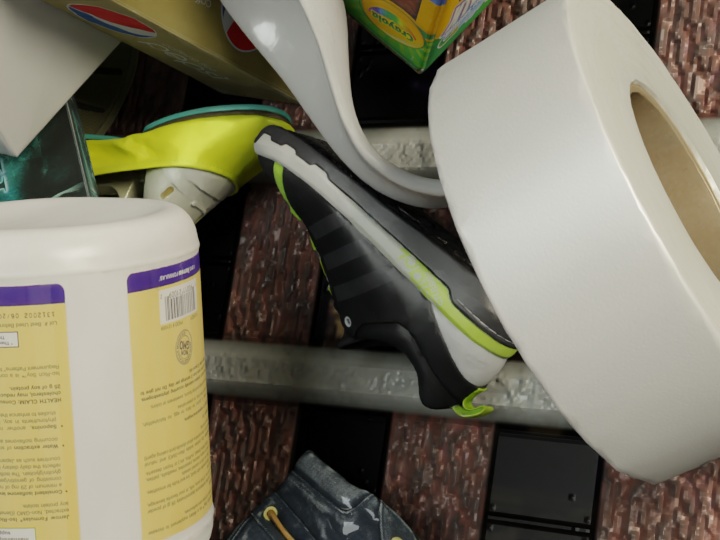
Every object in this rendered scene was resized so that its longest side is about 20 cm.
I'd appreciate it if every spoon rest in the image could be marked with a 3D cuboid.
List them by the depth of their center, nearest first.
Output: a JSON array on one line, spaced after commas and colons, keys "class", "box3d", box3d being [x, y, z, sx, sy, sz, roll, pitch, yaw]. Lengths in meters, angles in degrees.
[{"class": "spoon rest", "box3d": [-0.013, -0.103, 0.740, 0.200, 0.099, 0.061, 43, 72, 1]}]

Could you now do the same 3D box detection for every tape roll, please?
[{"class": "tape roll", "box3d": [0.112, -0.016, 0.624, 0.070, 0.202, 0.204, -29, 62, 23]}]

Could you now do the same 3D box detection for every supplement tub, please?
[{"class": "supplement tub", "box3d": [-0.143, 0.073, 0.701, 0.144, 0.145, 0.203, 5, 101, 34]}]

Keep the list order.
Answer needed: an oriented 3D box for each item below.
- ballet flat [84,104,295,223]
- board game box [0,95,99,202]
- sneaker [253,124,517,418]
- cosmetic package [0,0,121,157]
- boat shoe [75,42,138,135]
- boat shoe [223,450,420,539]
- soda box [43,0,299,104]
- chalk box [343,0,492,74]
[{"class": "ballet flat", "box3d": [-0.128, -0.051, 0.867, 0.198, 0.067, 0.068, -3, 71, 24]}, {"class": "board game box", "box3d": [-0.218, -0.051, 0.835, 0.134, 0.028, 0.201, -23, 50, 1]}, {"class": "sneaker", "box3d": [0.000, 0.000, 0.769, 0.200, 0.071, 0.083, 42, 106, 30]}, {"class": "cosmetic package", "box3d": [-0.180, -0.172, 0.824, 0.084, 0.108, 0.201, 14, 53, 36]}, {"class": "boat shoe", "box3d": [-0.183, -0.171, 0.950, 0.068, 0.074, 0.203, 9, 90, 64]}, {"class": "boat shoe", "box3d": [0.015, 0.174, 0.715, 0.200, 0.071, 0.091, 37, 81, 25]}, {"class": "soda box", "box3d": [-0.103, -0.153, 0.805, 0.067, 0.199, 0.065, 12, 83, 35]}, {"class": "chalk box", "box3d": [0.030, -0.198, 0.736, 0.124, 0.200, 0.124, 39, 68, 10]}]
